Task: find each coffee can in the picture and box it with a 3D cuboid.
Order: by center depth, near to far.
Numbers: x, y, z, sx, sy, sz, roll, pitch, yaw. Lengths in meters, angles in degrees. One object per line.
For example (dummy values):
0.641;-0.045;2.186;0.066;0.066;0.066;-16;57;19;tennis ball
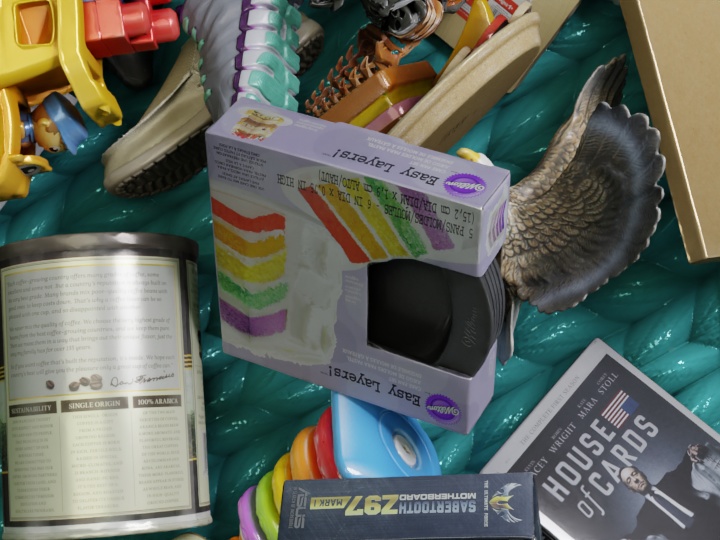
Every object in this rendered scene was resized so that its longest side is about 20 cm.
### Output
-0.182;0.083;0.942;0.146;0.146;0.201;-5;82;9;coffee can

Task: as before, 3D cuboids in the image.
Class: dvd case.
0.194;0.155;0.892;0.200;0.025;0.150;39;57;11;dvd case

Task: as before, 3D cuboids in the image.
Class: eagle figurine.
0.119;-0.041;0.902;0.200;0.151;0.152;-27;69;13;eagle figurine

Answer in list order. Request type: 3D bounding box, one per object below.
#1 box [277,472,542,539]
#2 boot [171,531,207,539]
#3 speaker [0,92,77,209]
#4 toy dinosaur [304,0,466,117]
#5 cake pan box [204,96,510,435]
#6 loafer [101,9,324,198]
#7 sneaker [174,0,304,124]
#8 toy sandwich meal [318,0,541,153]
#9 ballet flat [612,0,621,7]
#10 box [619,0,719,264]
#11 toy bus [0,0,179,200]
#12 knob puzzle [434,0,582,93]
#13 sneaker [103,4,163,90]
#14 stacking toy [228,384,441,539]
0.043;0.204;0.868;0.157;0.200;0.051;-3;50;9;box
-0.116;0.253;0.845;0.200;0.154;0.072;26;125;42;boot
-0.303;-0.075;1.018;0.081;0.081;0.200;36;90;12;speaker
0.024;-0.198;0.924;0.102;0.136;0.201;12;82;46;toy dinosaur
0.000;0.000;0.856;0.199;0.185;0.052;18;42;20;cake pan box
-0.118;-0.131;0.999;0.200;0.076;0.068;-39;77;-6;loafer
-0.091;-0.149;0.940;0.087;0.074;0.201;1;72;21;sneaker
0.036;-0.117;0.910;0.205;0.205;0.070;-43;86;3;toy sandwich meal
0.174;-0.238;0.972;0.062;0.067;0.200;-43;73;31;ballet flat
0.257;-0.109;0.902;0.163;0.021;0.201;-7;80;-33;box
-0.219;-0.144;0.915;0.191;0.136;0.201;-5;87;-4;toy bus
0.101;-0.262;0.965;0.219;0.030;0.220;9;108;27;knob puzzle
-0.171;-0.239;1.020;0.090;0.076;0.201;-8;84;2;sneaker
-0.043;0.175;0.941;0.200;0.110;0.116;-36;120;21;stacking toy
